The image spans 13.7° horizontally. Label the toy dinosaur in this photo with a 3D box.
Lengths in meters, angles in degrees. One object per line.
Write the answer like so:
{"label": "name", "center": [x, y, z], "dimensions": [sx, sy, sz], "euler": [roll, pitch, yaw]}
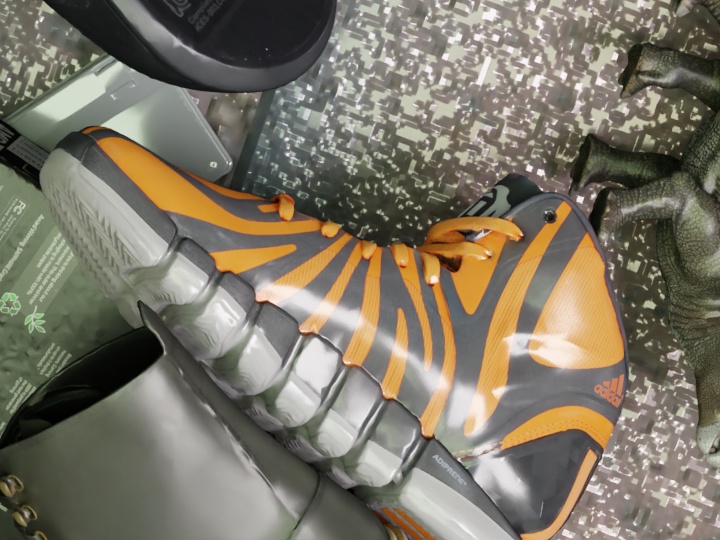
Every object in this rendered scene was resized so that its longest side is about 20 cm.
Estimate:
{"label": "toy dinosaur", "center": [0.132, -0.038, 0.962], "dimensions": [0.102, 0.077, 0.200], "euler": [21, 95, -11]}

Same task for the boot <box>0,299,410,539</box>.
{"label": "boot", "center": [-0.094, 0.109, 0.930], "dimensions": [0.200, 0.077, 0.138], "euler": [-39, 113, 7]}

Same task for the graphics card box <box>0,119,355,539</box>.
{"label": "graphics card box", "center": [-0.084, 0.052, 0.997], "dimensions": [0.200, 0.051, 0.126], "euler": [33, 102, -5]}

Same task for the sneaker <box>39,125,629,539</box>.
{"label": "sneaker", "center": [0.000, 0.000, 0.942], "dimensions": [0.200, 0.078, 0.112], "euler": [41, 75, -14]}

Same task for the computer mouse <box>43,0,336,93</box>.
{"label": "computer mouse", "center": [-0.088, -0.136, 0.954], "dimensions": [0.200, 0.139, 0.053], "euler": [50, 145, -12]}

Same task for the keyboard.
{"label": "keyboard", "center": [-0.140, -0.006, 1.019], "dimensions": [0.200, 0.011, 0.056], "euler": [-32, 100, 11]}
